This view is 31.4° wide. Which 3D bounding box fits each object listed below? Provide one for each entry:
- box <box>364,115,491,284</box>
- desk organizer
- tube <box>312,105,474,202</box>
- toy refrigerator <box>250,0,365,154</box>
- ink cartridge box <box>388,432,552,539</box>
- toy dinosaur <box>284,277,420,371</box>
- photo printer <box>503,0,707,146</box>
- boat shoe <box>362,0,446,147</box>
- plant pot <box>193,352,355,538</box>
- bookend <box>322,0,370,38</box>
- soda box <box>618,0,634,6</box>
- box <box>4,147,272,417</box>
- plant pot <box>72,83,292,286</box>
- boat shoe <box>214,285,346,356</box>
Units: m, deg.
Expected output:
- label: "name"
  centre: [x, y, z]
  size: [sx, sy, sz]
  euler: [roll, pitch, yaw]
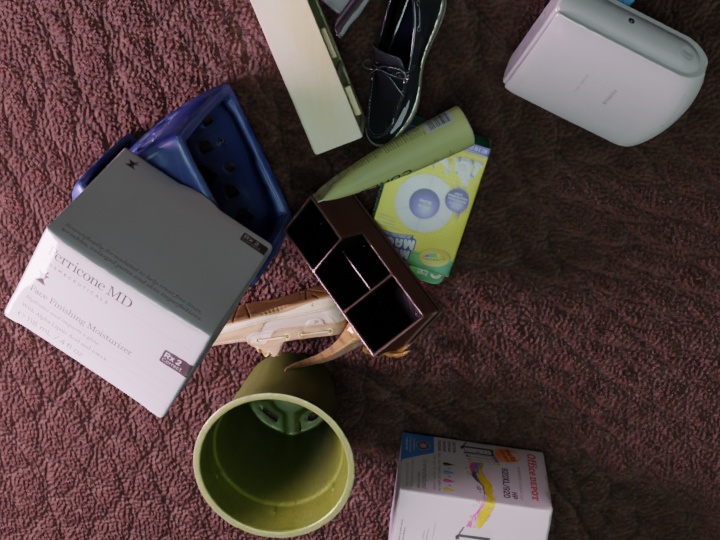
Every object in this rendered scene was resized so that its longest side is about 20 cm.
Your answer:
- label: "box"
  centre: [0.077, -0.080, 1.576]
  size: [0.116, 0.049, 0.202]
  euler: [15, 114, -2]
- label: "desk organizer"
  centre: [0.000, 0.000, 1.540]
  size: [0.201, 0.077, 0.072]
  euler: [53, 125, 16]
- label: "tube"
  centre: [0.036, -0.126, 1.489]
  size: [0.198, 0.052, 0.058]
  euler: [-26, 150, -4]
- label: "toy refrigerator"
  centre: [-0.057, -0.248, 1.498]
  size: [0.069, 0.076, 0.202]
  euler: [-18, 110, 11]
- label: "ink cartridge box"
  centre: [0.141, 0.322, 1.684]
  size: [0.197, 0.148, 0.147]
  euler: [8, 113, 0]
- label: "toy dinosaur"
  centre: [0.003, 0.078, 1.624]
  size: [0.200, 0.060, 0.106]
  euler: [-44, 117, 4]
- label: "photo printer"
  centre: [0.281, -0.226, 1.451]
  size: [0.198, 0.070, 0.167]
  euler: [25, 150, -7]
- label: "boat shoe"
  centre: [0.040, -0.241, 1.488]
  size: [0.074, 0.062, 0.202]
  euler: [34, 114, 37]
- label: "plant pot"
  centre: [-0.098, 0.201, 1.627]
  size: [0.197, 0.190, 0.203]
  euler: [2, 112, 4]
- label: "bookend"
  centre: [-0.061, -0.368, 1.381]
  size: [0.198, 0.201, 0.092]
  euler: [37, 110, -12]
- label: "soda box"
  centre: [0.235, -0.376, 1.431]
  size: [0.199, 0.064, 0.068]
  euler: [41, 110, -13]
- label: "box"
  centre: [-0.228, 0.008, 1.342]
  size: [0.198, 0.201, 0.131]
  euler: [33, 122, -3]
- label: "plant pot"
  centre: [-0.215, -0.079, 1.519]
  size: [0.178, 0.201, 0.202]
  euler: [-19, 111, 19]
- label: "boat shoe"
  centre: [-0.112, 0.076, 1.638]
  size: [0.197, 0.074, 0.070]
  euler: [-14, 106, 9]
